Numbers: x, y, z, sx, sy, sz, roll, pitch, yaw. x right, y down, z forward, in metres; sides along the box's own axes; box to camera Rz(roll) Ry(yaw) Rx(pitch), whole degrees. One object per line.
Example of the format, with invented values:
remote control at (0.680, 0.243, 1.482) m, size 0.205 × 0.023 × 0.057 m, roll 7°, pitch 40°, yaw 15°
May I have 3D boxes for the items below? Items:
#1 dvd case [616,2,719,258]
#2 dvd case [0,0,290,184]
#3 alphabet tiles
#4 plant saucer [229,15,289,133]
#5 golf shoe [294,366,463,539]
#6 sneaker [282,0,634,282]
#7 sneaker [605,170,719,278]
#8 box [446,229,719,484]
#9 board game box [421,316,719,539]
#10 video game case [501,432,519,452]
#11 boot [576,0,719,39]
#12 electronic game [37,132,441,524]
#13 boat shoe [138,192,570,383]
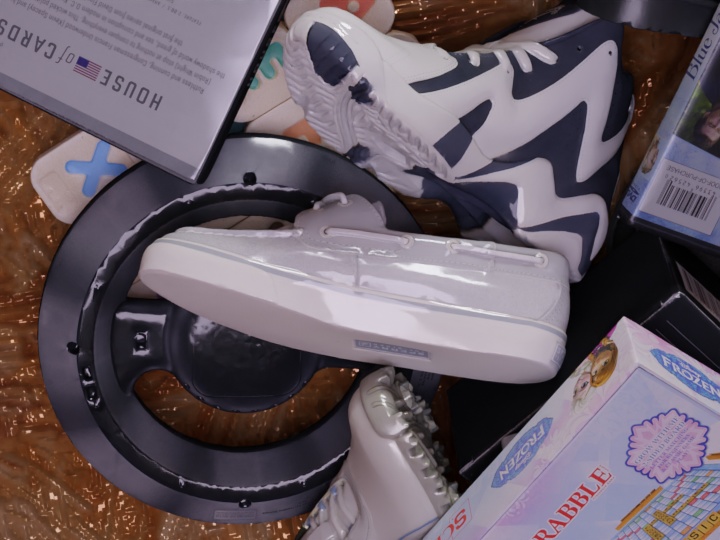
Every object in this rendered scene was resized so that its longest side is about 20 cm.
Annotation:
dvd case at (0.218, -0.089, 1.273) m, size 0.143 × 0.018 × 0.200 m, roll 18°, pitch 106°, yaw -24°
dvd case at (-0.098, -0.161, 1.315) m, size 0.150 × 0.025 × 0.200 m, roll 27°, pitch 96°, yaw 8°
alphabet tiles at (-0.051, -0.052, 1.368) m, size 0.196 × 0.015 × 0.200 m, roll -31°, pitch 110°, yaw 8°
plant saucer at (-0.067, -0.122, 1.365) m, size 0.070 × 0.019 × 0.200 m, roll -27°, pitch 106°, yaw 7°
golf shoe at (0.006, 0.128, 1.366) m, size 0.097 × 0.078 × 0.200 m, roll -17°, pitch 138°, yaw -1°
sneaker at (0.058, -0.096, 1.324) m, size 0.199 × 0.079 × 0.130 m, roll 35°, pitch 71°, yaw -26°
sneaker at (0.205, -0.049, 1.356) m, size 0.200 × 0.082 × 0.073 m, roll -36°, pitch 107°, yaw 11°
box at (0.161, 0.093, 1.372) m, size 0.141 × 0.079 × 0.200 m, roll -42°, pitch 115°, yaw 16°
board game box at (0.138, 0.145, 1.312) m, size 0.199 × 0.041 × 0.200 m, roll 31°, pitch 114°, yaw -22°
video game case at (0.179, 0.114, 1.332) m, size 0.200 × 0.018 × 0.143 m, roll -15°, pitch 121°, yaw 4°
boot at (0.192, -0.184, 1.275) m, size 0.198 × 0.073 × 0.163 m, roll 5°, pitch 109°, yaw -29°
electronic game at (-0.056, 0.030, 1.370) m, size 0.200 × 0.042 × 0.200 m, roll -2°, pitch 109°, yaw -6°
boat shoe at (0.000, 0.000, 1.310) m, size 0.200 × 0.072 × 0.069 m, roll 10°, pitch 72°, yaw 8°
